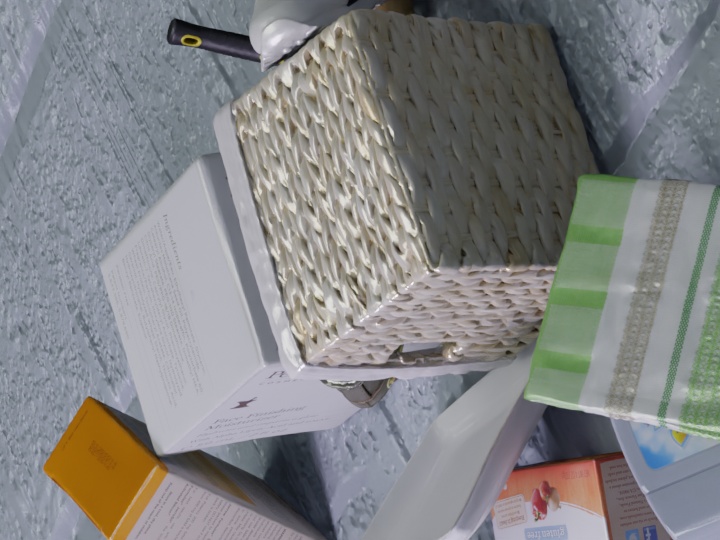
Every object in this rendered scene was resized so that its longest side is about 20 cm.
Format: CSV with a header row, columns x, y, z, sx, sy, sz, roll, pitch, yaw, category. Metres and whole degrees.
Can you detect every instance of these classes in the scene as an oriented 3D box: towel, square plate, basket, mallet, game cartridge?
x,y,z,sx,sy,sz,roll,pitch,yaw,category
0.200,0.024,1.493,0.199,0.031,0.150,9,77,34,towel
0.062,0.141,1.742,0.028,0.200,0.198,37,143,-8,square plate
0.040,-0.051,1.680,0.161,0.197,0.201,-38,62,43,basket
-0.039,-0.138,1.811,0.041,0.199,0.066,-95,15,-47,mallet
0.207,0.060,1.510,0.133,0.040,0.201,-27,62,24,game cartridge

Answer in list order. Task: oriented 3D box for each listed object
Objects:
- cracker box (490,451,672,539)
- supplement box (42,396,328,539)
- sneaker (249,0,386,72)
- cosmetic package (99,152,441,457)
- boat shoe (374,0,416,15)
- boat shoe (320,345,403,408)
x,y,z,sx,sy,sz,roll,pitch,yaw,category
0.153,0.223,1.691,0.134,0.057,0.201,-16,83,59,cracker box
-0.133,0.186,2.010,0.074,0.200,0.126,-58,39,3,supplement box
-0.039,-0.190,1.708,0.076,0.200,0.081,-23,101,18,sneaker
-0.065,0.020,1.904,0.200,0.164,0.166,-41,63,55,cosmetic package
0.013,-0.198,1.838,0.076,0.071,0.201,38,135,31,boat shoe
-0.003,0.001,1.787,0.060,0.072,0.203,57,-152,-48,boat shoe
